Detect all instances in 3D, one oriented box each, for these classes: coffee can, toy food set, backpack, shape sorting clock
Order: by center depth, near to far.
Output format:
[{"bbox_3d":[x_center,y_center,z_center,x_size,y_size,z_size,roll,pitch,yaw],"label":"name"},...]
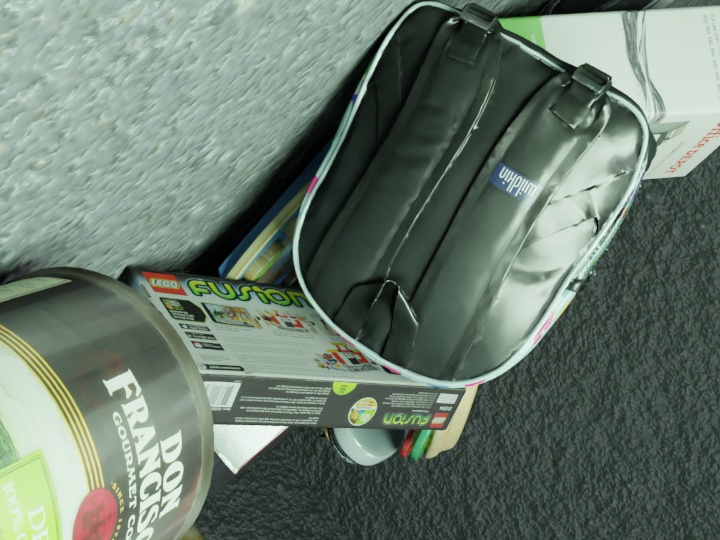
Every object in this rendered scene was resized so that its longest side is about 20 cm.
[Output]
[{"bbox_3d":[-0.169,0.088,0.435,0.146,0.147,0.200,-43,173,24],"label":"coffee can"},{"bbox_3d":[0.061,-0.036,0.669,0.201,0.177,0.150,-60,168,4],"label":"backpack"},{"bbox_3d":[-0.044,-0.019,0.792,0.201,0.039,0.200,-51,175,-6],"label":"shape sorting clock"},{"bbox_3d":[0.070,0.050,0.847,0.201,0.048,0.199,-71,176,-49],"label":"toy food set"}]

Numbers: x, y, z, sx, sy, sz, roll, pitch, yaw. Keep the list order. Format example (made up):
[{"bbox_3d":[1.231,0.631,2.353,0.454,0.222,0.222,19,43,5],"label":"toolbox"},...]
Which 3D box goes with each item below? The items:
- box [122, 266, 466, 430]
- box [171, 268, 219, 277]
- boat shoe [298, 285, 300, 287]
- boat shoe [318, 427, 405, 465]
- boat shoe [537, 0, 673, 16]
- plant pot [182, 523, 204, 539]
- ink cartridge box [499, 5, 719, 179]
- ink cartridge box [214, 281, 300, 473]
[{"bbox_3d":[-0.041,0.050,0.684,0.198,0.110,0.035,8,116,-38],"label":"box"},{"bbox_3d":[-0.175,0.071,0.819,0.200,0.021,0.163,-43,174,8],"label":"box"},{"bbox_3d":[0.000,0.000,0.816,0.201,0.072,0.062,-59,172,-14],"label":"boat shoe"},{"bbox_3d":[-0.014,0.122,0.949,0.091,0.071,0.200,-37,-169,18],"label":"boat shoe"},{"bbox_3d":[0.216,-0.236,0.855,0.199,0.072,0.068,-28,140,6],"label":"boat shoe"},{"bbox_3d":[-0.223,0.210,0.931,0.200,0.198,0.028,66,34,-83],"label":"plant pot"},{"bbox_3d":[0.174,-0.126,0.837,0.198,0.085,0.146,-5,166,-8],"label":"ink cartridge box"},{"bbox_3d":[-0.062,0.060,0.945,0.200,0.084,0.176,-39,-171,-7],"label":"ink cartridge box"}]
